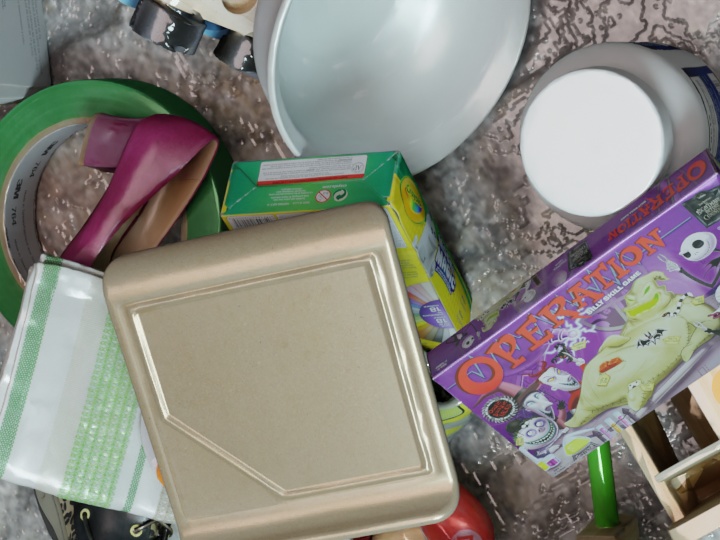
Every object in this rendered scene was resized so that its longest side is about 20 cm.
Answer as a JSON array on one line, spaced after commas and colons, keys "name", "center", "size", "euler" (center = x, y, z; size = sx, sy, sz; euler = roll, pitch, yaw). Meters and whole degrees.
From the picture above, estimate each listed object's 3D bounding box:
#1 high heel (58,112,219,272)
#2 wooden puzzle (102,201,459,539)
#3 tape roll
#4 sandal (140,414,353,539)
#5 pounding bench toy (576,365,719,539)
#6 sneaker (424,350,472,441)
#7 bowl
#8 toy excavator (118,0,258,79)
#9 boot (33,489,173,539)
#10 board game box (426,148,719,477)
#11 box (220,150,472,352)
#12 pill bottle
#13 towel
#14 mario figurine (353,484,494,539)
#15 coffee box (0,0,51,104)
[{"name": "high heel", "center": [-0.153, -0.007, 1.225], "size": [0.096, 0.067, 0.201], "euler": [10, 97, 28]}, {"name": "wooden puzzle", "center": [-0.047, 0.070, 1.117], "size": [0.184, 0.037, 0.201], "euler": [-12, 101, 14]}, {"name": "tape roll", "center": [-0.182, -0.036, 1.295], "size": [0.199, 0.048, 0.202], "euler": [3, 98, 19]}, {"name": "sandal", "center": [-0.065, 0.148, 1.184], "size": [0.079, 0.059, 0.207], "euler": [-43, 74, 8]}, {"name": "pounding bench toy", "center": [0.190, 0.082, 1.142], "size": [0.200, 0.124, 0.156], "euler": [-33, 86, 20]}, {"name": "sneaker", "center": [-0.010, 0.059, 1.187], "size": [0.076, 0.199, 0.076], "euler": [-43, 40, 41]}, {"name": "bowl", "center": [0.004, -0.162, 1.161], "size": [0.090, 0.200, 0.202], "euler": [39, 110, 44]}, {"name": "toy excavator", "center": [-0.139, -0.224, 1.234], "size": [0.194, 0.200, 0.100], "euler": [17, 106, -30]}, {"name": "boot", "center": [-0.140, 0.166, 1.265], "size": [0.154, 0.073, 0.204], "euler": [-45, 53, 16]}, {"name": "board game box", "center": [0.150, 0.029, 1.031], "size": [0.200, 0.032, 0.120], "euler": [-38, 121, 20]}, {"name": "box", "center": [0.000, 0.000, 1.187], "size": [0.117, 0.200, 0.049], "euler": [-2, 55, 19]}, {"name": "pill bottle", "center": [0.158, -0.081, 1.091], "size": [0.110, 0.200, 0.112], "euler": [2, 97, 19]}, {"name": "towel", "center": [-0.145, 0.087, 1.212], "size": [0.199, 0.031, 0.150], "euler": [18, 85, -23]}, {"name": "mario figurine", "center": [-0.001, 0.204, 1.229], "size": [0.199, 0.123, 0.107], "euler": [-21, 77, 24]}, {"name": "coffee box", "center": [-0.356, -0.204, 1.252], "size": [0.197, 0.200, 0.201], "euler": [-4, 95, 20]}]
